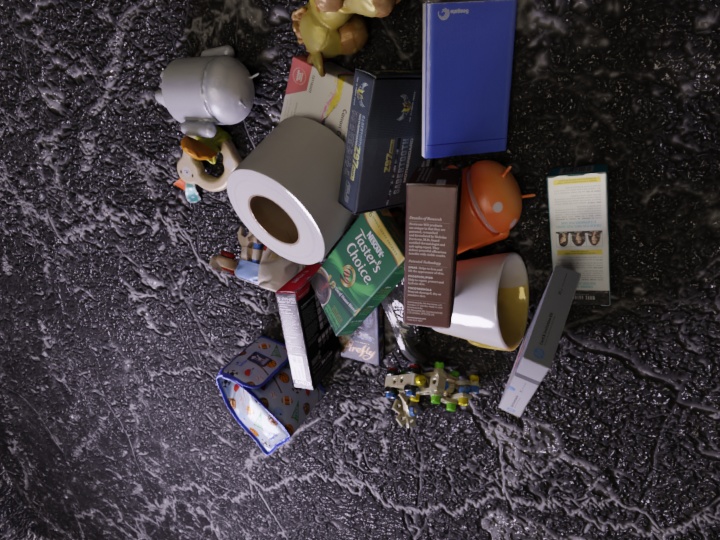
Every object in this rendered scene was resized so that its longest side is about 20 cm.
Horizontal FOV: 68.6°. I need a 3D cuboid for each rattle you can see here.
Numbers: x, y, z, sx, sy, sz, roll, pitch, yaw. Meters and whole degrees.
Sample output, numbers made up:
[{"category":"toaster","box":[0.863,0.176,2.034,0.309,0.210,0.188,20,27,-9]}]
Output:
[{"category":"rattle","box":[-0.334,-0.185,1.030,0.197,0.144,0.131,-23,120,28]}]

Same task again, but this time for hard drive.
[{"category":"hard drive","box":[0.152,-0.269,0.750,0.129,0.025,0.204,-7,115,-10]}]

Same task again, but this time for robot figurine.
[{"category":"robot figurine","box":[0.161,-0.094,0.815,0.198,0.116,0.146,-25,94,34]},{"category":"robot figurine","box":[-0.271,-0.320,0.941,0.196,0.113,0.174,8,83,25]}]

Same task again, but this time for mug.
[{"category":"mug","box":[0.183,0.065,0.871,0.151,0.149,0.191,1,108,36]}]

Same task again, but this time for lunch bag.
[{"category":"lunch bag","box":[-0.198,0.255,1.146,0.201,0.170,0.124,48,123,0]}]

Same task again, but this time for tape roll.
[{"category":"tape roll","box":[-0.105,-0.130,0.883,0.200,0.140,0.204,28,150,18]}]

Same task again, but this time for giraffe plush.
[{"category":"giraffe plush","box":[-0.038,-0.383,0.775,0.196,0.174,0.164,21,143,6]}]

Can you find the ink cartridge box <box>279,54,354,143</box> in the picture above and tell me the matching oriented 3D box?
[{"category":"ink cartridge box","box":[-0.027,-0.258,0.868,0.197,0.067,0.118,29,124,13]}]

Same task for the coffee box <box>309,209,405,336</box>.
[{"category":"coffee box","box":[0.000,0.000,0.881,0.200,0.043,0.124,-48,58,32]}]

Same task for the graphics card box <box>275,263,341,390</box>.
[{"category":"graphics card box","box":[-0.094,0.105,1.001,0.050,0.126,0.204,1,114,24]}]

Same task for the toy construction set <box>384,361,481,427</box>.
[{"category":"toy construction set","box":[0.121,0.232,1.015,0.129,0.094,0.199,21,141,-29]}]

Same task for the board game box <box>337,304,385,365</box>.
[{"category":"board game box","box":[-0.046,0.106,1.075,0.196,0.035,0.138,9,117,24]}]

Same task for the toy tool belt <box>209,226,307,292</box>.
[{"category":"toy tool belt","box":[-0.193,-0.035,1.052,0.196,0.125,0.126,17,90,16]}]

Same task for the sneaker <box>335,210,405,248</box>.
[{"category":"sneaker","box":[0.009,-0.042,0.951,0.098,0.071,0.201,40,127,3]}]

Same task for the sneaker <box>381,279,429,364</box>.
[{"category":"sneaker","box":[0.102,0.074,0.964,0.103,0.060,0.203,-21,99,39]}]

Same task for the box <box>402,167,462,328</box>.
[{"category":"box","box":[0.101,-0.033,0.739,0.073,0.100,0.205,6,113,12]}]

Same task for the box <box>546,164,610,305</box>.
[{"category":"box","box":[0.329,-0.050,0.788,0.081,0.049,0.204,1,113,29]}]

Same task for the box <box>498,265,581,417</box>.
[{"category":"box","box":[0.265,0.112,0.790,0.040,0.158,0.201,21,152,18]}]

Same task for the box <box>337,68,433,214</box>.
[{"category":"box","box":[0.050,-0.196,0.800,0.051,0.155,0.204,36,128,40]}]
